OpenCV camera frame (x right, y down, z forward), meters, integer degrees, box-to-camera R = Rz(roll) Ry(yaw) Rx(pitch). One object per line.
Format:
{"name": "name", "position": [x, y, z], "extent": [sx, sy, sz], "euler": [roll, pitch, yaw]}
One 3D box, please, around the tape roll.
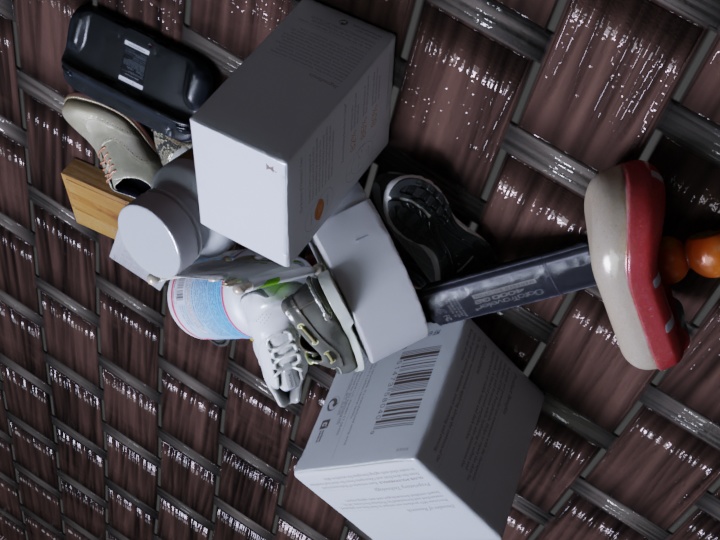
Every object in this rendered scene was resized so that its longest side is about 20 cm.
{"name": "tape roll", "position": [-0.002, -0.005, 1.348], "extent": [0.202, 0.071, 0.203], "euler": [90, 154, -81]}

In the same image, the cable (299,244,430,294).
{"name": "cable", "position": [0.000, 0.000, 1.498], "extent": [0.199, 0.050, 0.097], "euler": [-10, 108, 35]}

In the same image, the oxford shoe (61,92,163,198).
{"name": "oxford shoe", "position": [-0.295, -0.143, 1.551], "extent": [0.200, 0.074, 0.071], "euler": [36, 148, 2]}

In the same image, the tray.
{"name": "tray", "position": [-0.304, -0.072, 1.685], "extent": [0.199, 0.037, 0.099], "euler": [22, 145, 21]}

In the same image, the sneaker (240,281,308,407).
{"name": "sneaker", "position": [-0.083, 0.079, 1.378], "extent": [0.200, 0.074, 0.087], "euler": [82, 172, -60]}

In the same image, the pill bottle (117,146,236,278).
{"name": "pill bottle", "position": [-0.162, -0.079, 1.370], "extent": [0.114, 0.200, 0.115], "euler": [24, 134, 28]}

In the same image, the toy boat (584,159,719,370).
{"name": "toy boat", "position": [0.281, -0.011, 1.144], "extent": [0.130, 0.131, 0.200], "euler": [-15, 127, 16]}

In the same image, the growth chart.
{"name": "growth chart", "position": [-0.133, 0.001, 1.360], "extent": [0.200, 0.144, 0.018], "euler": [4, 102, 48]}

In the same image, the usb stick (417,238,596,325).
{"name": "usb stick", "position": [0.156, 0.013, 1.283], "extent": [0.199, 0.033, 0.056], "euler": [-16, 130, 23]}

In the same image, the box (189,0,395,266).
{"name": "box", "position": [-0.062, -0.135, 1.219], "extent": [0.106, 0.200, 0.153], "euler": [26, 145, 17]}

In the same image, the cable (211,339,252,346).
{"name": "cable", "position": [-0.168, 0.070, 1.702], "extent": [0.200, 0.050, 0.097], "euler": [-6, 122, 47]}

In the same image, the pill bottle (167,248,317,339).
{"name": "pill bottle", "position": [-0.140, 0.029, 1.523], "extent": [0.200, 0.109, 0.109], "euler": [-4, 129, 51]}

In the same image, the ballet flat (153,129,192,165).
{"name": "ballet flat", "position": [-0.191, -0.100, 1.502], "extent": [0.075, 0.068, 0.200], "euler": [-111, 4, -45]}

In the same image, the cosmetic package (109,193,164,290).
{"name": "cosmetic package", "position": [-0.260, -0.033, 1.564], "extent": [0.082, 0.051, 0.200], "euler": [33, 163, -7]}

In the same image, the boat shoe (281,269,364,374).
{"name": "boat shoe", "position": [-0.038, 0.064, 1.323], "extent": [0.072, 0.060, 0.202], "euler": [62, 175, 25]}

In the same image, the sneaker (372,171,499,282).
{"name": "sneaker", "position": [0.082, -0.033, 1.343], "extent": [0.200, 0.074, 0.079], "euler": [52, 174, -30]}

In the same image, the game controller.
{"name": "game controller", "position": [-0.253, -0.224, 1.428], "extent": [0.200, 0.042, 0.105], "euler": [27, 113, 16]}

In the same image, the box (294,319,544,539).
{"name": "box", "position": [0.071, 0.189, 1.456], "extent": [0.200, 0.199, 0.171], "euler": [-15, 131, 43]}
